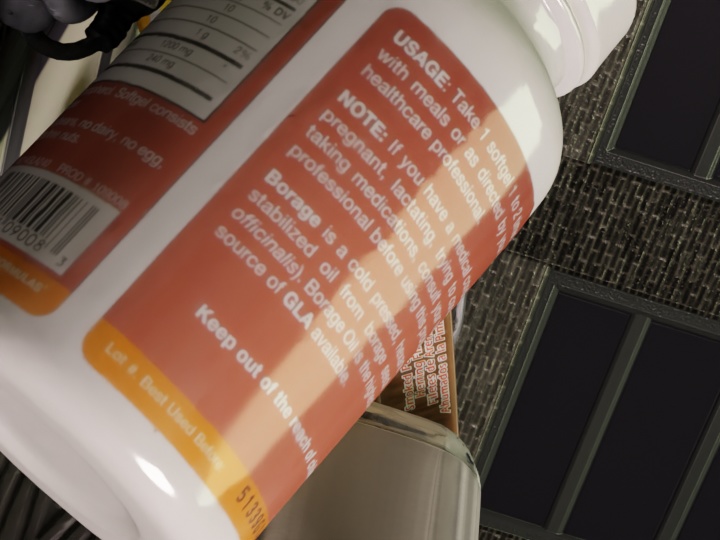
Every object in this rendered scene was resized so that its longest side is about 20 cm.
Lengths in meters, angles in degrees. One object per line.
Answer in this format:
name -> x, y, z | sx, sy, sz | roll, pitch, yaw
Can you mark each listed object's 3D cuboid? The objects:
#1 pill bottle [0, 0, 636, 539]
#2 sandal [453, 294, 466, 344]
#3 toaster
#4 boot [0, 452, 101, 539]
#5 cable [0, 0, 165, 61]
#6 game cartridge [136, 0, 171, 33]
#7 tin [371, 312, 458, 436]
pill bottle -> -0.018, -0.025, 0.586 | 0.200, 0.112, 0.112 | -48, 173, -18
sandal -> 0.015, 0.018, 0.932 | 0.043, 0.076, 0.201 | -27, 136, -26
toaster -> -0.022, 0.131, 0.772 | 0.129, 0.113, 0.200 | -80, -173, -45
boot -> -0.120, 0.136, 0.745 | 0.212, 0.079, 0.158 | -62, 174, -5
cable -> -0.048, -0.160, 0.559 | 0.163, 0.051, 0.201 | 97, 13, -69
game cartridge -> -0.042, -0.061, 0.759 | 0.200, 0.032, 0.177 | 103, -31, -72
tin -> 0.000, 0.000, 0.817 | 0.112, 0.042, 0.201 | -123, -160, -43
